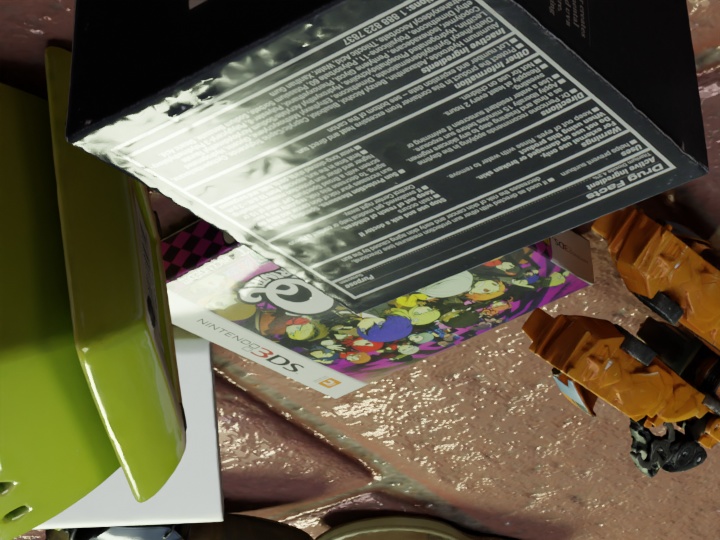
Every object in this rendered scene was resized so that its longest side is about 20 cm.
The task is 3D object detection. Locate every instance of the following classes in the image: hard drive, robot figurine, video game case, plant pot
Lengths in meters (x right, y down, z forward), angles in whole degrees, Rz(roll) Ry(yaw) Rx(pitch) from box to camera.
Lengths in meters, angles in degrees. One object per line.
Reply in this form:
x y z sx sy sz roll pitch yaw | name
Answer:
-0.188 0.099 1.143 0.199 0.027 0.132 -2 116 0 | hard drive
0.179 0.041 1.072 0.145 0.058 0.200 -55 142 2 | robot figurine
0.000 0.000 1.046 0.200 0.036 0.181 -26 144 32 | video game case
-0.188 0.017 0.910 0.181 0.201 0.199 -11 149 -2 | plant pot

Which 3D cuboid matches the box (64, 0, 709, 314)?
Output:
0.012 -0.096 0.803 0.200 0.124 0.198 -22 143 31 | box

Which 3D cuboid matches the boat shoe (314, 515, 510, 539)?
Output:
0.056 0.235 1.415 0.200 0.063 0.073 17 143 -30 | boat shoe

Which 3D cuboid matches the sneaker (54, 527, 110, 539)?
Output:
-0.200 0.137 1.209 0.199 0.083 0.072 -8 148 7 | sneaker

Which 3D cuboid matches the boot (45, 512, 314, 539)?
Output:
-0.126 0.191 1.315 0.199 0.075 0.097 2 152 -5 | boot
